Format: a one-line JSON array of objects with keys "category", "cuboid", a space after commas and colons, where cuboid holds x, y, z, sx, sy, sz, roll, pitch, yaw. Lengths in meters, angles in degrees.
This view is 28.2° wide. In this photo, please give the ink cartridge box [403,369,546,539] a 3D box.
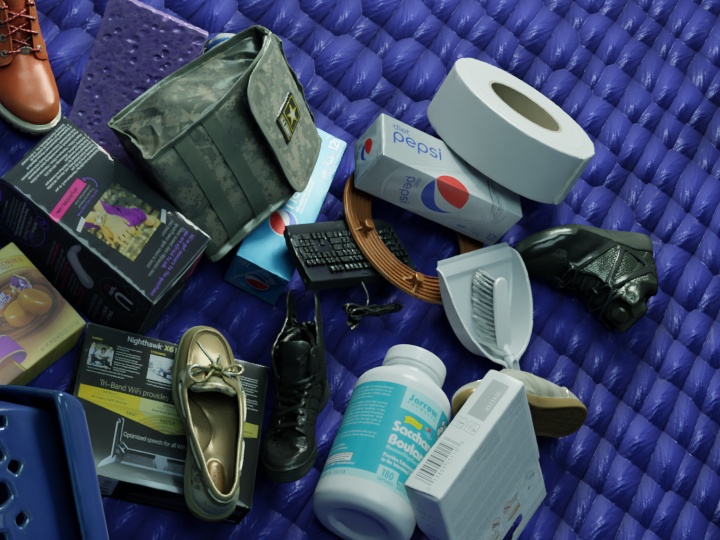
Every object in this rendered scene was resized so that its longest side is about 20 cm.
[{"category": "ink cartridge box", "cuboid": [0.125, 0.226, 1.485, 0.050, 0.201, 0.161, 22, 58, 31]}]

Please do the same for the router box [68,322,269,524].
[{"category": "router box", "cuboid": [-0.199, 0.155, 1.448, 0.197, 0.052, 0.159, 16, 59, -15]}]

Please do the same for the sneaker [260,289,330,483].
[{"category": "sneaker", "cuboid": [-0.069, 0.116, 1.474, 0.059, 0.105, 0.201, -1, 33, 13]}]

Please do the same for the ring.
[{"category": "ring", "cuboid": [0.068, -0.050, 1.655, 0.199, 0.019, 0.202, 24, 44, -24]}]

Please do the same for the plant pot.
[{"category": "plant pot", "cuboid": [-0.337, 0.200, 1.257, 0.178, 0.199, 0.203, -14, 97, -35]}]

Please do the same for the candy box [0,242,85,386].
[{"category": "candy box", "cuboid": [-0.384, 0.077, 1.409, 0.117, 0.057, 0.200, 46, 55, 5]}]

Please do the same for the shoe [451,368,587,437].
[{"category": "shoe", "cuboid": [0.166, 0.145, 1.568, 0.198, 0.070, 0.054, 12, 35, -42]}]

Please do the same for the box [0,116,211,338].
[{"category": "box", "cuboid": [-0.270, -0.037, 1.476, 0.199, 0.122, 0.106, 40, 56, 0]}]

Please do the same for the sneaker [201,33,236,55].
[{"category": "sneaker", "cuboid": [-0.194, -0.216, 1.585, 0.197, 0.147, 0.082, -6, 66, -26]}]

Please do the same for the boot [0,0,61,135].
[{"category": "boot", "cuboid": [-0.375, -0.248, 1.553, 0.074, 0.107, 0.202, -18, 74, -31]}]

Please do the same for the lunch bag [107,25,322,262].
[{"category": "lunch bag", "cuboid": [-0.135, -0.139, 1.514, 0.199, 0.165, 0.117, -40, 45, -13]}]

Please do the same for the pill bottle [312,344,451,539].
[{"category": "pill bottle", "cuboid": [0.029, 0.179, 1.497, 0.110, 0.111, 0.202, 26, 57, -8]}]

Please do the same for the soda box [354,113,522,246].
[{"category": "soda box", "cuboid": [0.090, -0.103, 1.655, 0.198, 0.063, 0.069, 23, 45, -25]}]

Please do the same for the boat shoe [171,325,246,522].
[{"category": "boat shoe", "cuboid": [-0.142, 0.141, 1.408, 0.072, 0.063, 0.203, 1, 63, -22]}]

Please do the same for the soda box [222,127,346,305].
[{"category": "soda box", "cuboid": [-0.083, -0.068, 1.606, 0.067, 0.064, 0.202, 26, 57, -8]}]

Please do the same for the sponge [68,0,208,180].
[{"category": "sponge", "cuboid": [-0.247, -0.184, 1.536, 0.110, 0.202, 0.030, 20, 16, -10]}]

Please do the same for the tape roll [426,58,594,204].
[{"category": "tape roll", "cuboid": [0.180, -0.167, 1.707, 0.201, 0.071, 0.203, 28, 23, -13]}]

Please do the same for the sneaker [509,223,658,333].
[{"category": "sneaker", "cuboid": [0.275, 0.010, 1.710, 0.197, 0.076, 0.116, 6, 55, -26]}]

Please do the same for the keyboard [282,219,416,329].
[{"category": "keyboard", "cuboid": [0.000, 0.000, 1.583, 0.199, 0.021, 0.128, -7, 69, -53]}]

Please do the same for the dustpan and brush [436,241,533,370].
[{"category": "dustpan and brush", "cuboid": [0.159, 0.078, 1.631, 0.139, 0.057, 0.203, -15, 101, -44]}]
